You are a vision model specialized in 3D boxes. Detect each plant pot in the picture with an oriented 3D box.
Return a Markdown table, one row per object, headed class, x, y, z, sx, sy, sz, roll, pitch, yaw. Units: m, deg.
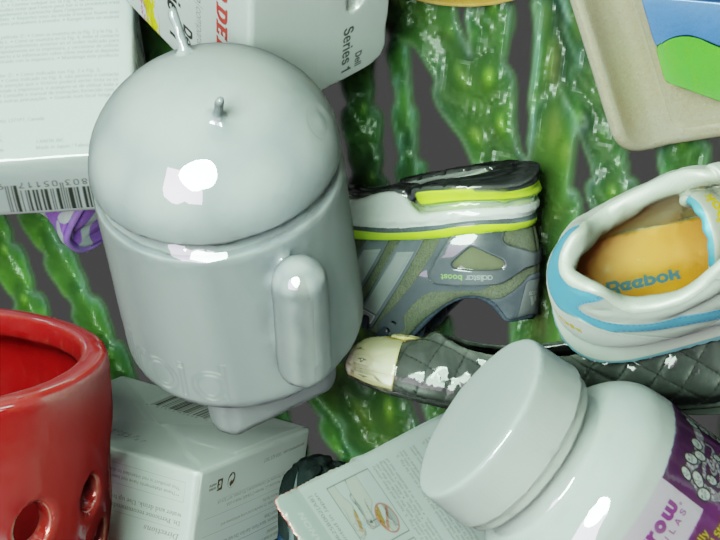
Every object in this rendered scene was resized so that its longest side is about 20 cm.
| class | x | y | z | sx | sy | sz | roll | pitch | yaw |
| --- | --- | --- | --- | --- | --- | --- | --- | --- | --- |
| plant pot | -0.210 | 0.125 | 1.064 | 0.199 | 0.200 | 0.184 | 4 | 102 | 26 |

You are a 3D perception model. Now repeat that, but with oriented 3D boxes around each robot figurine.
| class | x | y | z | sx | sy | sz | roll | pitch | yaw |
| --- | --- | --- | --- | --- | --- | --- | --- | --- | --- |
| robot figurine | -0.059 | -0.019 | 1.047 | 0.170 | 0.112 | 0.201 | 44 | 153 | 41 |

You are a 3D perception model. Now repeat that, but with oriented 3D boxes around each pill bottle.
| class | x | y | z | sx | sy | sz | roll | pitch | yaw |
| --- | --- | --- | --- | --- | --- | --- | --- | --- | --- |
| pill bottle | 0.127 | 0.120 | 1.033 | 0.200 | 0.113 | 0.112 | 36 | 115 | -16 |

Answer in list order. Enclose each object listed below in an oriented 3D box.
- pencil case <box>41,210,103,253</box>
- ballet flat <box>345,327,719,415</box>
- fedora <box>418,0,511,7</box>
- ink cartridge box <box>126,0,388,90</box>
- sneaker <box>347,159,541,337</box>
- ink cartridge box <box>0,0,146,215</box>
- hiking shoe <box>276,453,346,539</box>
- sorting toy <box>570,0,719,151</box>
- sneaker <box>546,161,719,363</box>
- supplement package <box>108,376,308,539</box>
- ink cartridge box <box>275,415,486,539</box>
| class | x | y | z | sx | sy | sz | roll | pitch | yaw |
| --- | --- | --- | --- | --- | --- | --- | --- | --- | --- |
| pencil case | -0.185 | -0.100 | 1.221 | 0.200 | 0.084 | 0.086 | 47 | 150 | 15 |
| ballet flat | 0.092 | 0.037 | 1.091 | 0.198 | 0.066 | 0.057 | -1 | 100 | 4 |
| fedora | 0.035 | -0.216 | 1.089 | 0.199 | 0.082 | 0.202 | 4 | 99 | 26 |
| ink cartridge box | -0.078 | -0.188 | 1.093 | 0.200 | 0.084 | 0.145 | 46 | 153 | 26 |
| sneaker | 0.000 | 0.000 | 1.148 | 0.199 | 0.074 | 0.082 | -7 | 98 | 29 |
| ink cartridge box | -0.189 | -0.119 | 1.169 | 0.161 | 0.057 | 0.201 | -4 | 52 | 0 |
| hiking shoe | -0.032 | 0.194 | 1.171 | 0.086 | 0.074 | 0.202 | -16 | 70 | 38 |
| sorting toy | 0.181 | -0.147 | 1.017 | 0.199 | 0.037 | 0.186 | -10 | 114 | 24 |
| sneaker | 0.178 | -0.016 | 1.021 | 0.199 | 0.081 | 0.077 | -22 | 71 | 1 |
| supplement package | -0.116 | 0.172 | 1.201 | 0.121 | 0.120 | 0.202 | 14 | 103 | 24 |
| ink cartridge box | 0.044 | 0.153 | 1.063 | 0.057 | 0.200 | 0.163 | -42 | 78 | 35 |
